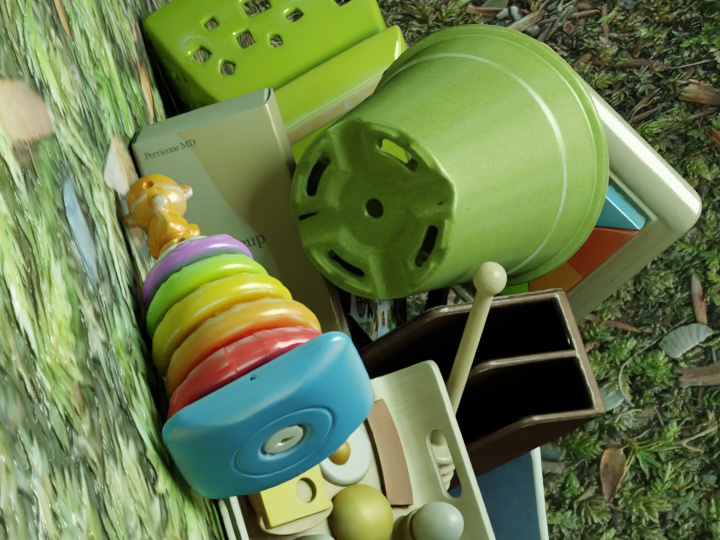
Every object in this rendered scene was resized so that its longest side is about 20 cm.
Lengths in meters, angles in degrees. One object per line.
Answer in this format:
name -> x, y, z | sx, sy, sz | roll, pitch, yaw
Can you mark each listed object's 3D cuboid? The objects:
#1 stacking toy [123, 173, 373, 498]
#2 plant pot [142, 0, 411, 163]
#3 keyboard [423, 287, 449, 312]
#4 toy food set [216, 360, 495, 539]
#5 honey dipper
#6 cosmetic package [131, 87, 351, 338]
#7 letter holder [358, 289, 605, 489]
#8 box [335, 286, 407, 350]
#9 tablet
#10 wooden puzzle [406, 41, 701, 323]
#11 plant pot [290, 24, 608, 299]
stacking toy -> -0.087, 0.021, 0.917 | 0.200, 0.116, 0.110 | 58, -7, 30
plant pot -> -0.048, -0.154, 1.412 | 0.182, 0.199, 0.200 | 55, -8, 37
keyboard -> 0.060, 0.001, 1.357 | 0.104, 0.040, 0.200 | -75, 177, -61
toy food set -> -0.005, 0.145, 1.025 | 0.060, 0.200, 0.144 | -26, -101, 46
honey dipper -> 0.065, 0.079, 1.106 | 0.038, 0.038, 0.200 | -106, -155, -53
cosmetic package -> -0.082, -0.017, 1.133 | 0.071, 0.105, 0.200 | -97, 169, -74
letter holder -> 0.058, 0.102, 1.215 | 0.200, 0.142, 0.101 | -36, -114, 48
box -> 0.000, 0.000, 1.301 | 0.200, 0.038, 0.137 | 52, 37, -68
tablet -> 0.113, 0.235, 1.302 | 0.130, 0.014, 0.200 | -8, -92, 55
wooden puzzle -> 0.130, -0.047, 1.223 | 0.185, 0.200, 0.037 | 45, 33, -1
plant pot -> 0.047, -0.062, 1.117 | 0.190, 0.200, 0.200 | -27, 102, -58
